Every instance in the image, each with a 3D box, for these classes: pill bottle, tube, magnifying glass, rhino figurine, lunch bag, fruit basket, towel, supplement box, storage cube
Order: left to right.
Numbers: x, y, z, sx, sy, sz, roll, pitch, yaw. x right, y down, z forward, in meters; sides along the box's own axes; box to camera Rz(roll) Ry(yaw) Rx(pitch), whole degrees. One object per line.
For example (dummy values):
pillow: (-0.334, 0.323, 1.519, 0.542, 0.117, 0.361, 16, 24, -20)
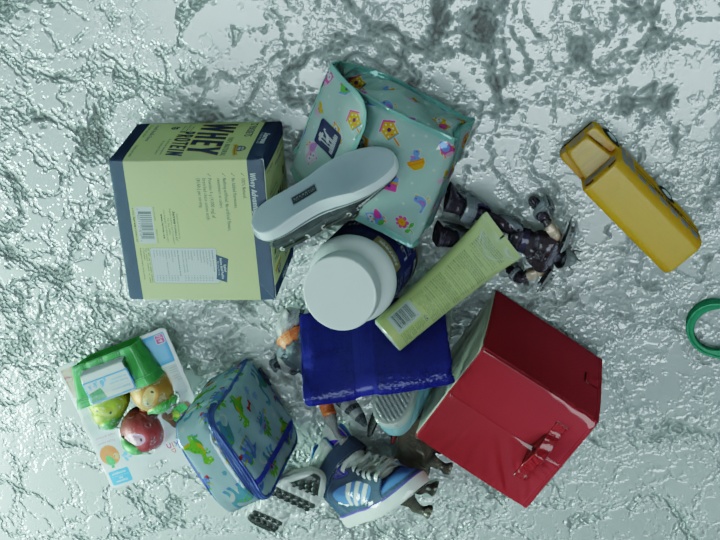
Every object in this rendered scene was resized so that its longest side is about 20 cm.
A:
fruit basket: (-0.323, 0.202, 1.835, 0.184, 0.094, 0.201, -19, 93, 17)
supplement box: (-0.201, -0.078, 1.667, 0.198, 0.134, 0.201, 0, 117, 8)
lunch bag: (-0.165, 0.230, 1.780, 0.082, 0.200, 0.161, -26, 102, 21)
pill bottle: (0.000, 0.000, 1.633, 0.115, 0.200, 0.117, 5, 108, 14)
lunch bag: (0.019, -0.151, 1.611, 0.199, 0.122, 0.171, 27, 120, 7)
towel: (0.020, 0.107, 1.673, 0.199, 0.148, 0.050, -10, 140, 6)
rhino figurine: (0.092, 0.261, 1.842, 0.087, 0.060, 0.201, 19, 116, -4)
tube: (0.109, 0.019, 1.628, 0.200, 0.052, 0.058, -41, 146, -1)
storage cube: (0.201, 0.169, 1.706, 0.179, 0.200, 0.171, 33, 117, -3)
magnifying glass: (0.523, 0.112, 1.731, 0.200, 0.022, 0.080, 39, 115, -10)

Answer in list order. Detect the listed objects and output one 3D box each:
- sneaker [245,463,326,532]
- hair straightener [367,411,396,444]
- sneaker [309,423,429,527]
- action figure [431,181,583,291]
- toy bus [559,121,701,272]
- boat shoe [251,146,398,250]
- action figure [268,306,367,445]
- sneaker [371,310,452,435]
sneaker: (-0.104, 0.311, 1.847, 0.075, 0.081, 0.200, 31, 145, -13)
hair straightener: (0.035, 0.151, 1.803, 0.076, 0.041, 0.201, 14, 117, 0)
sneaker: (-0.002, 0.276, 1.817, 0.200, 0.080, 0.147, -36, 84, 50)
action figure: (0.199, -0.046, 1.671, 0.199, 0.069, 0.131, 19, 111, -6)
toy bus: (0.340, -0.093, 1.617, 0.200, 0.078, 0.065, 43, 114, -14)
boat shoe: (-0.035, -0.080, 1.558, 0.199, 0.070, 0.066, -29, 138, 11)
action figure: (-0.035, 0.116, 1.755, 0.193, 0.105, 0.200, 45, 110, -1)
sneaker: (0.070, 0.132, 1.735, 0.074, 0.201, 0.082, 21, 158, 19)
